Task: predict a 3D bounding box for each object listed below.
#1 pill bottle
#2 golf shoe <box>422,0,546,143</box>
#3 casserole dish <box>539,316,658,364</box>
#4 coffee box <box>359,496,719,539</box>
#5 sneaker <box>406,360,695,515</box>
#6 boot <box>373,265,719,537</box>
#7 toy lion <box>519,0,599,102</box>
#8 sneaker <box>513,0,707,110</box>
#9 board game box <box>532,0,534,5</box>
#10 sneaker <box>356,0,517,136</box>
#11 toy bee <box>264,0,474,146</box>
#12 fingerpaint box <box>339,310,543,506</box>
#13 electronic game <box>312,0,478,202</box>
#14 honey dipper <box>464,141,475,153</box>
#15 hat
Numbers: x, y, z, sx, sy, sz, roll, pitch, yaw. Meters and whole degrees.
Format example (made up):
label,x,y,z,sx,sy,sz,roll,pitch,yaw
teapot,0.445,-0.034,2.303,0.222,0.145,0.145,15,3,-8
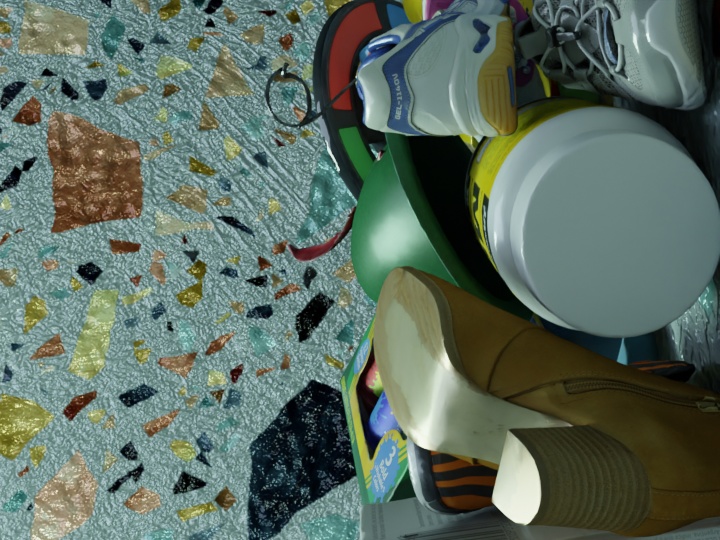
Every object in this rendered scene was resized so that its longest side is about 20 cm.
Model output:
label,x,y,z,sx,sy,sz,roll,pitch,yaw
pill bottle,0.118,-0.032,0.732,0.200,0.113,0.115,-93,-5,-81
golf shoe,0.087,-0.131,0.943,0.092,0.075,0.201,-109,-7,-55
casserole dish,0.139,0.081,0.929,0.200,0.039,0.122,-12,59,70
coffee box,0.110,0.219,0.718,0.200,0.199,0.199,-18,-81,-89
sneaker,0.115,0.077,0.731,0.199,0.112,0.078,-15,-83,-51
boot,0.101,0.061,0.663,0.201,0.143,0.071,49,130,54
toy lion,0.136,-0.160,1.044,0.192,0.068,0.201,-109,7,-48
sneaker,0.122,-0.113,0.701,0.200,0.081,0.075,-91,-7,-84
board game box,0.127,-0.218,0.815,0.200,0.044,0.135,79,-177,-75
sneaker,0.042,-0.119,0.777,0.200,0.087,0.076,-65,-29,-75
toy bee,0.047,-0.141,1.007,0.131,0.108,0.200,56,-133,-8
fingerpaint box,0.057,0.077,1.003,0.167,0.073,0.200,-62,18,23
electronic game,0.034,-0.120,1.095,0.199,0.041,0.201,21,-119,-44
honey dipper,0.105,-0.044,1.043,0.200,0.038,0.038,36,-138,-60
hat,0.000,0.000,0.896,0.200,0.175,0.167,19,-133,-61
